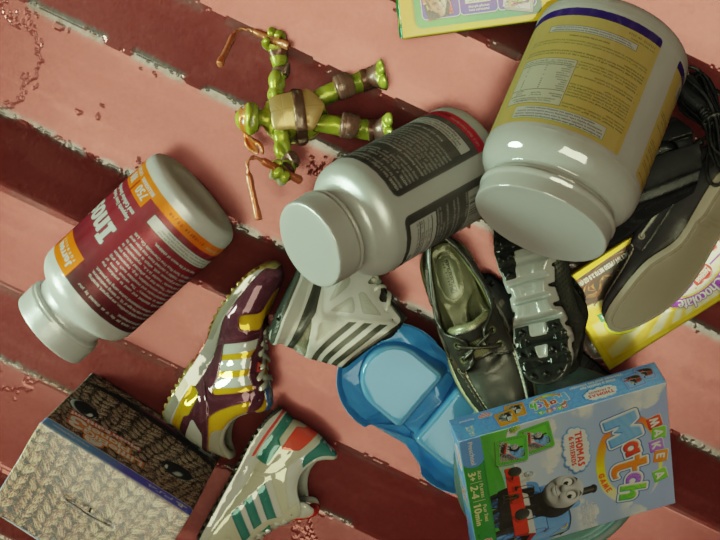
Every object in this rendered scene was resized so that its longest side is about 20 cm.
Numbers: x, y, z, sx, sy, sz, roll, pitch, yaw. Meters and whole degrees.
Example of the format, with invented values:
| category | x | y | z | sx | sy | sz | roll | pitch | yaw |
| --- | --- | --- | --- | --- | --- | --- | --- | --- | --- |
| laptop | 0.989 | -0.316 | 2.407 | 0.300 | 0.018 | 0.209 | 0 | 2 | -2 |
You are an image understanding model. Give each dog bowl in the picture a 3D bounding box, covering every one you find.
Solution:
| category | x | y | z | sx | sy | sz | roll | pitch | yaw |
| --- | --- | --- | --- | --- | --- | --- | --- | --- | --- |
| dog bowl | 0.067 | 0.130 | 1.489 | 0.200 | 0.050 | 0.112 | 40 | 99 | -4 |

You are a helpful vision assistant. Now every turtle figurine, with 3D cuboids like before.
| category | x | y | z | sx | sy | sz | roll | pitch | yaw |
| --- | --- | --- | --- | --- | --- | --- | --- | --- | --- |
| turtle figurine | -0.051 | -0.141 | 1.438 | 0.160 | 0.065 | 0.202 | -6 | 68 | -2 |

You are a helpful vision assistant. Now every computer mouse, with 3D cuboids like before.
| category | x | y | z | sx | sy | sz | roll | pitch | yaw |
| --- | --- | --- | --- | --- | --- | --- | --- | --- | --- |
| computer mouse | 0.257 | -0.098 | 1.412 | 0.200 | 0.139 | 0.053 | -38 | 138 | 19 |

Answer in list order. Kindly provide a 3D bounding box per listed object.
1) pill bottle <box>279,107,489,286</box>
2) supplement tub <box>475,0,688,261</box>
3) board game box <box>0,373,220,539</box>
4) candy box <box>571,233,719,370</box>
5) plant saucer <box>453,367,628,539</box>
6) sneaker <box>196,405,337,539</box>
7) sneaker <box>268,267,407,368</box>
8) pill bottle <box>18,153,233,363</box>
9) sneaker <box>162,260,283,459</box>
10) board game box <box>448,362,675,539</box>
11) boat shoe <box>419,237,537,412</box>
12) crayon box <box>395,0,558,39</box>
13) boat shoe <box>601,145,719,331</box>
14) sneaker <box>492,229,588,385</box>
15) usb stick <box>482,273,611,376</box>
| category | x | y | z | sx | sy | sz | roll | pitch | yaw |
| --- | --- | --- | --- | --- | --- | --- | --- | --- | --- |
| pill bottle | 0.027 | -0.063 | 1.371 | 0.199 | 0.110 | 0.111 | -29 | 99 | -34 |
| supplement tub | 0.193 | -0.125 | 1.342 | 0.144 | 0.146 | 0.201 | 25 | 70 | -1 |
| board game box | -0.236 | 0.199 | 1.440 | 0.159 | 0.200 | 0.097 | 32 | 99 | -3 |
| candy box | 0.298 | 0.001 | 1.467 | 0.199 | 0.026 | 0.103 | -34 | 96 | 8 |
| plant saucer | 0.190 | 0.191 | 1.464 | 0.198 | 0.027 | 0.202 | -2 | 105 | -9 |
| sneaker | -0.095 | 0.240 | 1.504 | 0.093 | 0.070 | 0.201 | 29 | 97 | 4 |
| sneaker | 0.000 | 0.000 | 1.446 | 0.115 | 0.076 | 0.202 | 25 | 76 | -7 |
| pill bottle | -0.227 | -0.008 | 1.450 | 0.200 | 0.113 | 0.113 | -42 | 95 | 8 |
| sneaker | -0.110 | 0.087 | 1.476 | 0.090 | 0.075 | 0.201 | 34 | 108 | 9 |
| board game box | 0.190 | 0.178 | 1.408 | 0.198 | 0.037 | 0.152 | -16 | 124 | -6 |
| boat shoe | 0.104 | 0.058 | 1.422 | 0.071 | 0.066 | 0.202 | -24 | 73 | 8 |
| crayon box | 0.127 | -0.288 | 1.414 | 0.198 | 0.058 | 0.120 | -7 | 98 | 4 |
| boat shoe | 0.291 | -0.031 | 1.433 | 0.072 | 0.063 | 0.200 | 25 | 107 | -44 |
| sneaker | 0.173 | 0.010 | 1.429 | 0.066 | 0.090 | 0.202 | -12 | 78 | 25 |
| usb stick | 0.178 | 0.080 | 1.483 | 0.200 | 0.033 | 0.056 | 40 | 100 | -3 |
